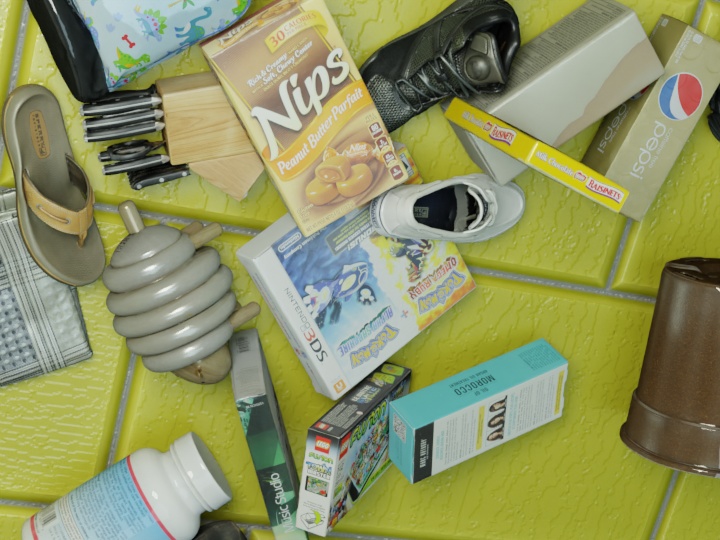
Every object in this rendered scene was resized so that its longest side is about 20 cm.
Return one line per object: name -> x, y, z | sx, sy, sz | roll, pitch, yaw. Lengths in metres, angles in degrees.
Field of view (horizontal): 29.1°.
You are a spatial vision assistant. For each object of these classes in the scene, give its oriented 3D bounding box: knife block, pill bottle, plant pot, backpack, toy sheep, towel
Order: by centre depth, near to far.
backpack -> -0.185, -0.256, 1.225 | 0.199, 0.154, 0.164 | -27, 110, -19
knife block -> -0.157, -0.156, 1.302 | 0.175, 0.064, 0.200 | 35, 99, -25
towel -> -0.371, 0.026, 1.333 | 0.192, 0.035, 0.201 | -15, 114, -9
toy sheep -> -0.181, 0.022, 1.337 | 0.137, 0.138, 0.201 | -27, 102, -4
pill bottle -> -0.236, 0.252, 1.420 | 0.200, 0.109, 0.109 | -32, 116, 0
plant pot -> 0.392, 0.097, 1.495 | 0.199, 0.200, 0.199 | 1, 104, -16

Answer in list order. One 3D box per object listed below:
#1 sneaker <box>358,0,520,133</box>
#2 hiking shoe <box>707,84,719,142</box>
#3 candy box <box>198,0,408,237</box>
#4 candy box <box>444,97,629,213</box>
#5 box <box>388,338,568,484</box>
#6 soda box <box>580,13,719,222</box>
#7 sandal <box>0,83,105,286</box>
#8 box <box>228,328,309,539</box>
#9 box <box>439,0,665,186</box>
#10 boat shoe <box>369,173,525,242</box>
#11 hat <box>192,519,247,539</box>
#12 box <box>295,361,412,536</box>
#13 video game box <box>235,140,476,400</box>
sneaker -> 0.071, -0.189, 1.327 | 0.199, 0.114, 0.076 | -34, 114, 2
hiking shoe -> 0.424, -0.226, 1.439 | 0.086, 0.074, 0.201 | -3, 122, -22
candy box -> -0.050, -0.145, 1.271 | 0.115, 0.055, 0.200 | -31, 119, -5
candy box -> 0.152, -0.105, 1.232 | 0.102, 0.200, 0.026 | 28, 98, -23
box -> 0.126, 0.148, 1.473 | 0.199, 0.049, 0.083 | -20, 132, -24
soda box -> 0.299, -0.156, 1.429 | 0.068, 0.064, 0.201 | 22, 103, -22
sandal -> -0.280, -0.075, 1.291 | 0.080, 0.054, 0.201 | -31, 119, -43
box -> -0.093, 0.178, 1.410 | 0.036, 0.144, 0.201 | -15, 114, -1
box -> 0.188, -0.180, 1.373 | 0.200, 0.095, 0.078 | -34, 116, 2
boat shoe -> 0.102, -0.058, 1.375 | 0.199, 0.065, 0.074 | -12, 101, -40
hat -> -0.162, 0.313, 1.450 | 0.200, 0.201, 0.081 | -27, 89, -4
box -> -0.005, 0.178, 1.415 | 0.035, 0.200, 0.111 | 15, 111, 19
video game box -> 0.000, 0.000, 1.392 | 0.200, 0.047, 0.183 | -38, 120, -17
